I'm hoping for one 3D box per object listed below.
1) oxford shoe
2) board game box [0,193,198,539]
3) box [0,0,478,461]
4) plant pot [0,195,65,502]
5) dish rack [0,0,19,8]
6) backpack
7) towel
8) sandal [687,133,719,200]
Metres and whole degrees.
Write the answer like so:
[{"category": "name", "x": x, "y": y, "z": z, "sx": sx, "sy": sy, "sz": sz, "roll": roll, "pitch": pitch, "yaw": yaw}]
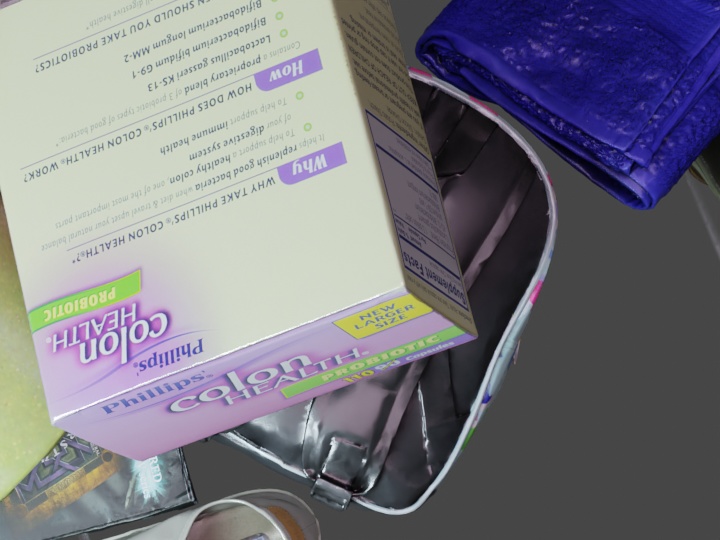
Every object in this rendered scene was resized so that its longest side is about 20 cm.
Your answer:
[{"category": "oxford shoe", "x": -0.113, "y": 0.164, "z": 1.477, "sx": 0.199, "sy": 0.058, "sz": 0.075, "roll": -25, "pitch": 90, "yaw": -1}, {"category": "board game box", "x": -0.169, "y": 0.037, "z": 1.497, "sx": 0.135, "sy": 0.028, "sz": 0.201, "roll": -13, "pitch": 86, "yaw": -2}, {"category": "box", "x": -0.063, "y": -0.042, "z": 1.341, "sx": 0.175, "sy": 0.097, "sz": 0.201, "roll": -21, "pitch": 68, "yaw": 16}, {"category": "plant pot", "x": -0.224, "y": 0.017, "z": 1.391, "sx": 0.184, "sy": 0.200, "sz": 0.201, "roll": 43, "pitch": 86, "yaw": -19}, {"category": "dish rack", "x": -0.180, "y": -0.202, "z": 1.473, "sx": 0.199, "sy": 0.044, "sz": 0.172, "roll": -19, "pitch": 87, "yaw": 20}, {"category": "backpack", "x": 0.000, "y": 0.000, "z": 1.441, "sx": 0.177, "sy": 0.151, "sz": 0.201, "roll": 26, "pitch": 95, "yaw": 1}, {"category": "towel", "x": 0.141, "y": -0.139, "z": 1.462, "sx": 0.147, "sy": 0.050, "sz": 0.200, "roll": 35, "pitch": 65, "yaw": 16}, {"category": "sandal", "x": 0.184, "y": -0.078, "z": 1.502, "sx": 0.201, "sy": 0.057, "sz": 0.080, "roll": 39, "pitch": 90, "yaw": 17}]
